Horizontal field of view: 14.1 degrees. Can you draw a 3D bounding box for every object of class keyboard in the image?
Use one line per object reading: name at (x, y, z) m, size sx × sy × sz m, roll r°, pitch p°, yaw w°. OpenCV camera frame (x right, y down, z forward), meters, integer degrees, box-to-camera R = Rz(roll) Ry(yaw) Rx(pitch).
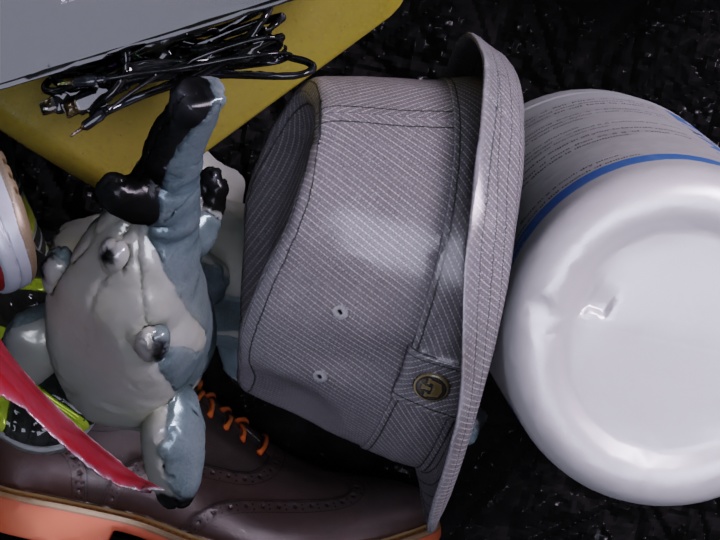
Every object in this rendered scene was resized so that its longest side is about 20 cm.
keyboard at (-0.091, -0.103, 1.023) m, size 0.199 × 0.040 × 0.104 m, roll -17°, pitch 104°, yaw -8°

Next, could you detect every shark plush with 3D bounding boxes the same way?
shark plush at (-0.038, 0.017, 1.235) m, size 0.200 × 0.091 × 0.083 m, roll 19°, pitch 125°, yaw -26°
shark plush at (-0.080, -0.008, 1.052) m, size 0.091 × 0.083 × 0.200 m, roll 27°, pitch 144°, yaw 22°

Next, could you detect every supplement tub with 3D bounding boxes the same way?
supplement tub at (0.106, 0.005, 1.160) m, size 0.132 × 0.200 × 0.132 m, roll -1°, pitch 104°, yaw -6°

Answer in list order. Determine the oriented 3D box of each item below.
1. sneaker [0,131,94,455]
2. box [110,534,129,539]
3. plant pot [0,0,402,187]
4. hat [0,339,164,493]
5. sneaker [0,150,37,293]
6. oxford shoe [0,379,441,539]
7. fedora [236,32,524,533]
sneaker at (-0.167, -0.013, 1.182) m, size 0.075 × 0.076 × 0.200 m, roll -19°, pitch 78°, yaw -16°
box at (-0.093, 0.237, 1.193) m, size 0.124 × 0.200 × 0.197 m, roll 17°, pitch 101°, yaw -12°
plant pot at (-0.094, -0.149, 1.112) m, size 0.200 × 0.200 × 0.176 m, roll -36°, pitch 116°, yaw 6°
hat at (-0.177, -0.032, 1.045) m, size 0.176 × 0.166 × 0.201 m, roll 2°, pitch 95°, yaw -29°
sneaker at (-0.212, -0.051, 1.104) m, size 0.112 × 0.071 × 0.200 m, roll -27°, pitch 62°, yaw -25°
oxford shoe at (-0.062, 0.083, 1.228) m, size 0.199 × 0.071 × 0.073 m, roll 7°, pitch 97°, yaw -7°
fedora at (0.000, 0.000, 1.113) m, size 0.090 × 0.177 × 0.200 m, roll 8°, pitch 142°, yaw -7°
